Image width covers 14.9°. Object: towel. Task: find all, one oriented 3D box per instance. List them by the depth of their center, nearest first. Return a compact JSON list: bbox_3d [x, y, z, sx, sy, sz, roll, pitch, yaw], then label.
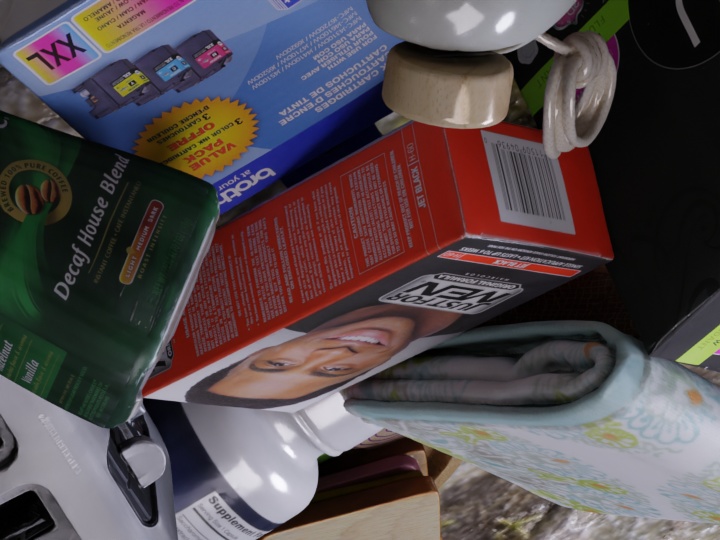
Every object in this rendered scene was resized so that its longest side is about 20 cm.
[{"bbox_3d":[0.108,0.071,1.262,0.171,0.048,0.200,24,165,-35],"label":"towel"}]

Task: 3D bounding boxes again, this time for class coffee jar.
[{"bbox_3d":[-0.163,-0.022,1.087,0.200,0.104,0.085,23,153,-5],"label":"coffee jar"}]

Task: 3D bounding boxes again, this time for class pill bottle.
[{"bbox_3d":[-0.091,0.091,1.354,0.200,0.111,0.111,-31,146,12],"label":"pill bottle"}]

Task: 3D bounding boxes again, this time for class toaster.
[{"bbox_3d":[-0.199,0.078,1.215,0.200,0.119,0.181,-27,119,1],"label":"toaster"}]

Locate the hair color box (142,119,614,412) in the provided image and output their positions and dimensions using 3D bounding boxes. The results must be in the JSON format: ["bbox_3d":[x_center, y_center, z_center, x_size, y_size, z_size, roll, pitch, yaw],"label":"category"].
[{"bbox_3d":[0.000,0.000,1.200,0.200,0.061,0.101,-27,156,39],"label":"hair color box"}]

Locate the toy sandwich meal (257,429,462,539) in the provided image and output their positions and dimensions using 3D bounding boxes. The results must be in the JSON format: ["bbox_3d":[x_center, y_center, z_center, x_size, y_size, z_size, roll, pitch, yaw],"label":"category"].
[{"bbox_3d":[-0.018,0.124,1.480,0.205,0.070,0.205,-16,146,-11],"label":"toy sandwich meal"}]

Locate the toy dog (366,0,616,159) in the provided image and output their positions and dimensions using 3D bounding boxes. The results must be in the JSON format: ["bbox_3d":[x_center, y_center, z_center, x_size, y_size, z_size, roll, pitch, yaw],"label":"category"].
[{"bbox_3d":[0.044,-0.123,1.089,0.200,0.096,0.132,6,104,-70],"label":"toy dog"}]

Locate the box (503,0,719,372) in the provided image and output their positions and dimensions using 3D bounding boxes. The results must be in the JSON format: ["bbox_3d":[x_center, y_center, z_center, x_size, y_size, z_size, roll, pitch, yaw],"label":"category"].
[{"bbox_3d":[0.174,-0.071,1.203,0.124,0.200,0.149,13,133,-42],"label":"box"}]

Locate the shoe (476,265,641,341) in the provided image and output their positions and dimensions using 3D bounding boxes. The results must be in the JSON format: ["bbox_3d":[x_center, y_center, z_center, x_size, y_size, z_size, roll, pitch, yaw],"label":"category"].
[{"bbox_3d":[0.065,-0.001,1.279,0.200,0.053,0.070,5,134,32],"label":"shoe"}]

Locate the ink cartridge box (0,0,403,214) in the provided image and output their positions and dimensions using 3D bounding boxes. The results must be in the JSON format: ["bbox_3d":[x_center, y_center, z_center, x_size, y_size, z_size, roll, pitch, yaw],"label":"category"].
[{"bbox_3d":[-0.058,-0.101,1.140,0.136,0.076,0.200,-30,148,11],"label":"ink cartridge box"}]
